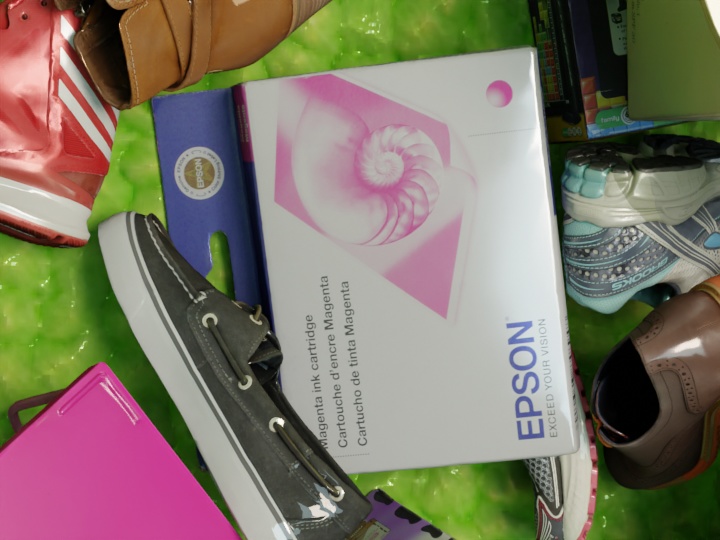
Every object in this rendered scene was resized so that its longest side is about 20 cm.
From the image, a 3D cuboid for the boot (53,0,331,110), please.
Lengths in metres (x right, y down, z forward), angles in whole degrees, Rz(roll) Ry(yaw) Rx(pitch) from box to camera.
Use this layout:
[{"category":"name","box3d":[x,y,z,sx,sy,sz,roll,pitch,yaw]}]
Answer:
[{"category":"boot","box3d":[-0.095,-0.187,0.767,0.155,0.076,0.202,-35,117,-35]}]

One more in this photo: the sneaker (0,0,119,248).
[{"category":"sneaker","box3d":[-0.204,-0.095,0.768,0.199,0.078,0.117,24,78,-30]}]

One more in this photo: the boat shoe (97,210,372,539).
[{"category":"boat shoe","box3d":[-0.061,0.049,0.781,0.056,0.069,0.201,-31,71,3]}]

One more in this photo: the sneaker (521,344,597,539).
[{"category":"sneaker","box3d":[0.077,0.052,0.861,0.074,0.081,0.202,-17,95,6]}]

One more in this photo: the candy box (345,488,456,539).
[{"category":"candy box","box3d":[0.000,0.204,0.777,0.168,0.200,0.072,-44,105,-9]}]

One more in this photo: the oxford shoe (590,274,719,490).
[{"category":"oxford shoe","box3d":[0.142,0.065,0.826,0.072,0.201,0.072,-18,64,-14]}]

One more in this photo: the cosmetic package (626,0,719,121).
[{"category":"cosmetic package","box3d":[0.196,-0.122,0.757,0.072,0.200,0.105,-2,93,-15]}]

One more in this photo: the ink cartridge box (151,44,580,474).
[{"category":"ink cartridge box","box3d":[0.000,0.000,0.805,0.198,0.043,0.199,-7,96,7]}]

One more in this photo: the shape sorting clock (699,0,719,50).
[{"category":"shape sorting clock","box3d":[0.221,-0.136,0.639,0.198,0.039,0.203,0,92,-12]}]

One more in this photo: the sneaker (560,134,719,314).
[{"category":"sneaker","box3d":[0.164,-0.023,0.859,0.199,0.077,0.087,-7,110,-47]}]

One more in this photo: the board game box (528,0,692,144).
[{"category":"board game box","box3d":[0.187,-0.166,0.885,0.198,0.057,0.167,-11,95,-16]}]

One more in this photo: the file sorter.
[{"category":"file sorter","box3d":[-0.166,0.165,0.731,0.200,0.125,0.139,-44,105,-32]}]
